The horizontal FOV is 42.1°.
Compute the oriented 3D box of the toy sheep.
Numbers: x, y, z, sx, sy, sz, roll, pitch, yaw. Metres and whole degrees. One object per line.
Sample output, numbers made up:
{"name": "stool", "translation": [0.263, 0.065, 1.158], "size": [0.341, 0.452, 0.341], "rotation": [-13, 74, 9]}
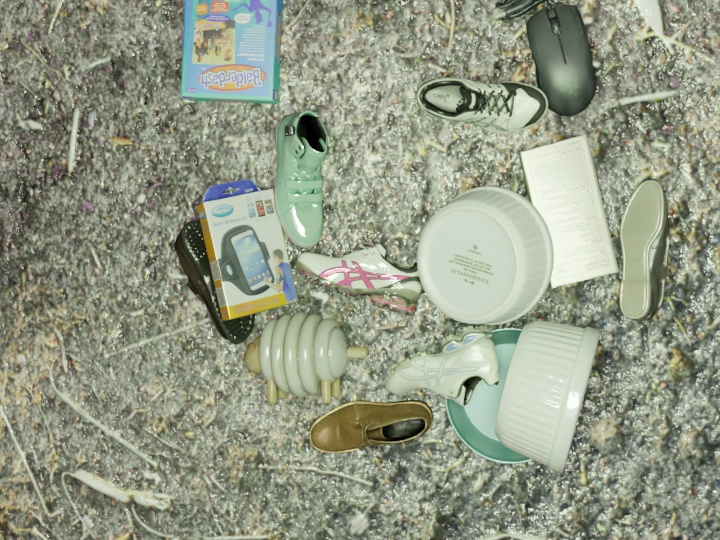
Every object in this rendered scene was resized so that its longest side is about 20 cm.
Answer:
{"name": "toy sheep", "translation": [-0.082, 0.129, 1.406], "size": [0.195, 0.138, 0.141], "rotation": [-3, 93, 12]}

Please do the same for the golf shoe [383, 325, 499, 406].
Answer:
{"name": "golf shoe", "translation": [0.118, 0.159, 1.372], "size": [0.198, 0.077, 0.099], "rotation": [-31, 72, 37]}

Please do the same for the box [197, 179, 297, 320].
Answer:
{"name": "box", "translation": [-0.174, -0.037, 1.425], "size": [0.117, 0.041, 0.205], "rotation": [-14, 93, -28]}

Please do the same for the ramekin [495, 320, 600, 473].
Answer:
{"name": "ramekin", "translation": [0.257, 0.167, 1.296], "size": [0.103, 0.200, 0.205], "rotation": [15, 95, 16]}

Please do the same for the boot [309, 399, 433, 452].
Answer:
{"name": "boot", "translation": [0.011, 0.239, 1.426], "size": [0.196, 0.075, 0.075], "rotation": [-12, 93, 9]}

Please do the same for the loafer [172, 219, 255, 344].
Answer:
{"name": "loafer", "translation": [-0.229, 0.020, 1.458], "size": [0.071, 0.072, 0.203], "rotation": [-15, 100, 51]}

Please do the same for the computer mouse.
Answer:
{"name": "computer mouse", "translation": [0.285, -0.327, 1.369], "size": [0.136, 0.053, 0.204], "rotation": [-19, 90, 8]}

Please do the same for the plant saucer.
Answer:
{"name": "plant saucer", "translation": [0.225, 0.187, 1.412], "size": [0.195, 0.036, 0.205], "rotation": [0, 93, 7]}

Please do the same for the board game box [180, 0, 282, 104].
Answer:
{"name": "board game box", "translation": [-0.197, -0.363, 1.438], "size": [0.148, 0.045, 0.205], "rotation": [4, 93, 7]}

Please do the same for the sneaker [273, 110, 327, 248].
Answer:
{"name": "sneaker", "translation": [-0.084, -0.136, 1.391], "size": [0.072, 0.118, 0.205], "rotation": [-9, 91, -20]}

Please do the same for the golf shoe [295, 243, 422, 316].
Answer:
{"name": "golf shoe", "translation": [0.000, 0.000, 1.420], "size": [0.196, 0.073, 0.094], "rotation": [17, 89, -3]}

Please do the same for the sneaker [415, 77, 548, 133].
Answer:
{"name": "sneaker", "translation": [0.174, -0.240, 1.365], "size": [0.195, 0.088, 0.078], "rotation": [5, 101, 11]}

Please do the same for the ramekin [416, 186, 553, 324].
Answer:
{"name": "ramekin", "translation": [0.171, -0.017, 1.345], "size": [0.199, 0.094, 0.207], "rotation": [5, 100, 30]}

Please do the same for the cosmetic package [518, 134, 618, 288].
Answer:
{"name": "cosmetic package", "translation": [0.303, -0.086, 1.369], "size": [0.101, 0.073, 0.205], "rotation": [-13, 91, 9]}

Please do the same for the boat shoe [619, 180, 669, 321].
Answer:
{"name": "boat shoe", "translation": [0.419, -0.027, 1.372], "size": [0.066, 0.056, 0.205], "rotation": [7, 90, 43]}
